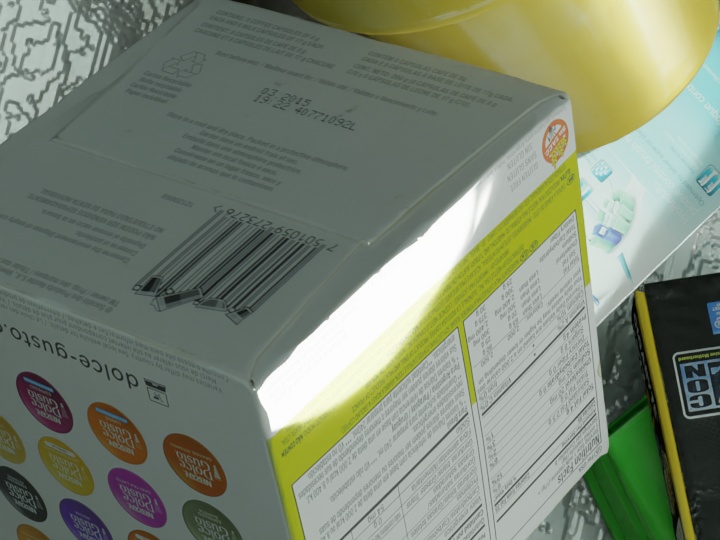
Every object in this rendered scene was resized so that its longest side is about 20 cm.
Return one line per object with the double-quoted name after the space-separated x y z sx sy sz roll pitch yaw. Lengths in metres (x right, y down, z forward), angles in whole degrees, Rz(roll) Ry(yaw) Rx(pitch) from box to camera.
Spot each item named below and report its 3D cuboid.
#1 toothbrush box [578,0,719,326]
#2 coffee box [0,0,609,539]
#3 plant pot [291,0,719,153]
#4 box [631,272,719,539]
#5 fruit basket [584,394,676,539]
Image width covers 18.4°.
0.128 -0.052 1.105 0.200 0.146 0.085 -42 93 -11 "toothbrush box"
-0.039 0.034 0.928 0.200 0.200 0.198 -43 138 -34 "coffee box"
0.065 -0.158 0.983 0.201 0.201 0.189 -49 131 -9 "plant pot"
0.238 0.071 1.033 0.200 0.049 0.160 -8 65 0 "box"
0.236 0.116 1.109 0.216 0.156 0.216 1 81 -5 "fruit basket"
